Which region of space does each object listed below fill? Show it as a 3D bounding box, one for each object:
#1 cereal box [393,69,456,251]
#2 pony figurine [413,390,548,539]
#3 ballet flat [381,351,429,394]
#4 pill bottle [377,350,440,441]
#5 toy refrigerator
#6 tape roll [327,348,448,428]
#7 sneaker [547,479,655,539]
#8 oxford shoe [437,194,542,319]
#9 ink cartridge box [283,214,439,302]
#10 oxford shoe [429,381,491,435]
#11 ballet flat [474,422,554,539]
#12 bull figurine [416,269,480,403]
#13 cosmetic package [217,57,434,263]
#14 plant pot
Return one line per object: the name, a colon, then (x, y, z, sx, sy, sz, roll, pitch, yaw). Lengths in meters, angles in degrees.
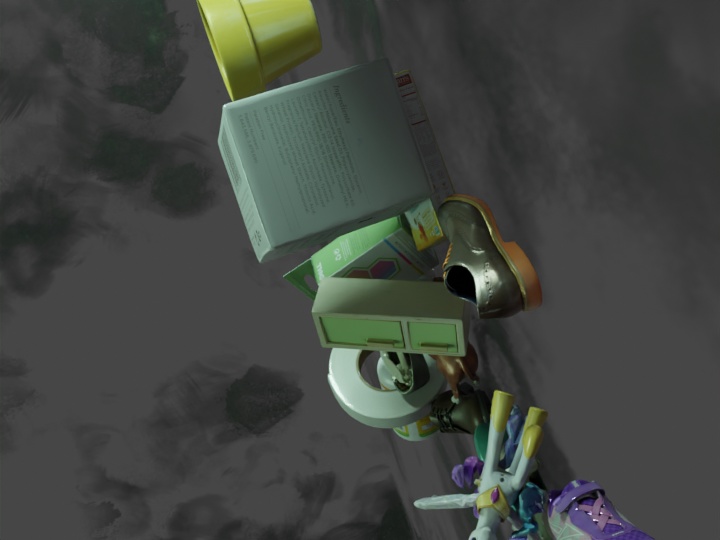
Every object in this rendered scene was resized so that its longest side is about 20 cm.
cereal box: (0.067, -0.131, 0.981, 0.144, 0.039, 0.202, 136, 114, -81)
pony figurine: (0.146, 0.243, 0.863, 0.193, 0.165, 0.202, 57, -130, -75)
ballet flat: (0.053, 0.097, 1.198, 0.067, 0.063, 0.202, -1, 114, 51)
pill bottle: (0.092, 0.202, 1.422, 0.111, 0.110, 0.202, -120, 13, -54)
toy refrigerator: (0.042, 0.063, 1.037, 0.076, 0.197, 0.070, 78, -160, -45)
tape roll: (0.046, 0.160, 1.290, 0.037, 0.201, 0.204, 80, 168, -53)
sneaker: (0.219, 0.242, 0.731, 0.200, 0.080, 0.090, 105, 151, -79)
oxford shoe: (0.112, -0.019, 0.815, 0.200, 0.072, 0.072, -120, 12, -57)
ink cartridge box: (0.000, 0.000, 1.108, 0.104, 0.199, 0.060, 39, -156, -43)
oxford shoe: (0.148, 0.216, 1.148, 0.200, 0.084, 0.073, 150, 101, -81)
ballet flat: (0.209, 0.270, 0.973, 0.202, 0.067, 0.071, 67, 148, 25)
bull figurine: (0.116, 0.089, 1.123, 0.122, 0.064, 0.201, 69, -179, -48)
cosmetic package: (-0.047, -0.123, 0.921, 0.165, 0.198, 0.167, 161, 90, -78)
plant pot: (-0.177, -0.429, 1.421, 0.201, 0.187, 0.203, 160, 90, -82)
